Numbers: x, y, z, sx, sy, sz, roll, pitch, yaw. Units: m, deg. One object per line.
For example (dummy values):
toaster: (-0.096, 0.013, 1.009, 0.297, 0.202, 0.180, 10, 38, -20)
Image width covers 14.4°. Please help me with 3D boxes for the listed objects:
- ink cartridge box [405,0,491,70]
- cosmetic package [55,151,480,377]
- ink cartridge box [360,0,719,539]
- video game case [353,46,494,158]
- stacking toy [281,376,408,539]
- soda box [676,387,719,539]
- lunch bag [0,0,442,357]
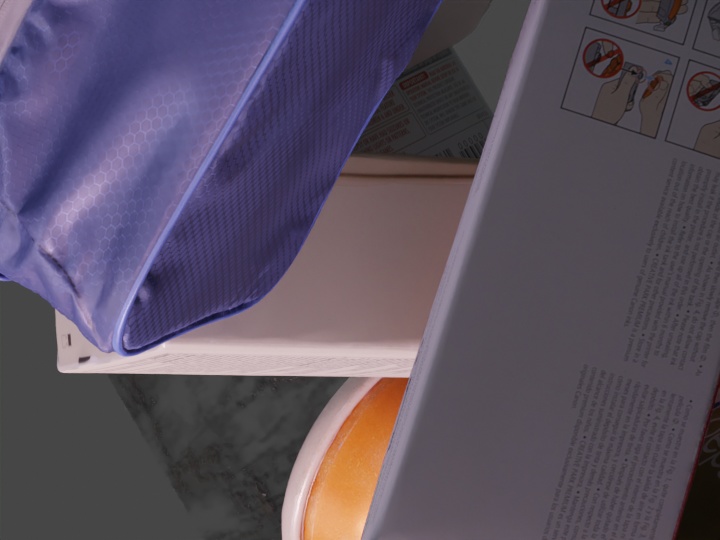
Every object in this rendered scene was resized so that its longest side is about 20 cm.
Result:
ink cartridge box: (-0.054, -0.156, 1.047, 0.200, 0.146, 0.084, 57, 162, 10)
cosmetic package: (0.000, 0.000, 1.018, 0.103, 0.199, 0.073, -13, 78, 61)
ink cartridge box: (0.062, 0.020, 0.861, 0.083, 0.201, 0.176, 18, 165, 1)
video game case: (-0.045, -0.078, 1.119, 0.024, 0.200, 0.183, -35, 85, 48)
stacking toy: (0.074, 0.131, 1.335, 0.200, 0.146, 0.146, 31, 153, 34)
soda box: (0.130, 0.075, 0.917, 0.068, 0.064, 0.200, 58, -176, -15)
lunch bag: (-0.066, -0.079, 0.858, 0.132, 0.200, 0.136, 36, -161, 13)
